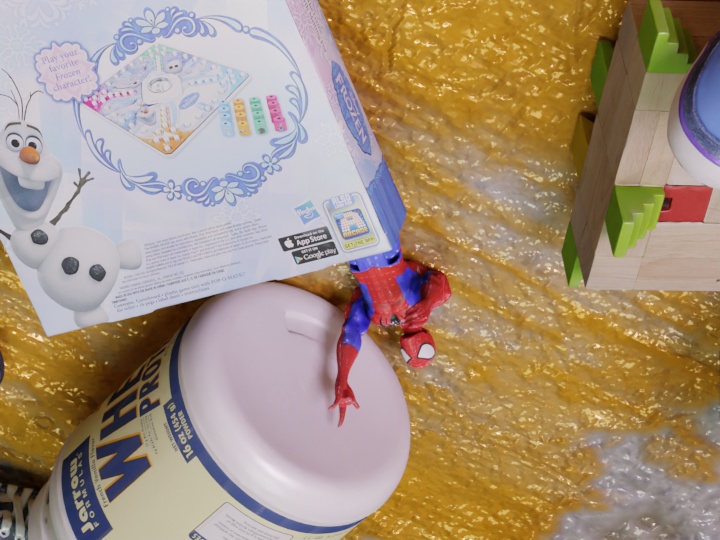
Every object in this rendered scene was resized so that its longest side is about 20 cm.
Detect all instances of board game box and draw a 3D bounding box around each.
[{"bbox_3d":[-0.105,-0.081,1.366,0.199,0.043,0.200,-14,116,21],"label":"board game box"}]

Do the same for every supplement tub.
[{"bbox_3d":[-0.082,0.114,1.529,0.145,0.146,0.200,29,132,-22],"label":"supplement tub"}]

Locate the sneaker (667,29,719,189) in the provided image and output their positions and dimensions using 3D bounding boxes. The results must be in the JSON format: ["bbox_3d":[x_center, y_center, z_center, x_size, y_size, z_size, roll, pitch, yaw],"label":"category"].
[{"bbox_3d":[0.227,-0.127,1.214,0.199,0.081,0.147,-31,162,-20],"label":"sneaker"}]

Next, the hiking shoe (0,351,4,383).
[{"bbox_3d":[-0.292,0.047,1.519,0.199,0.101,0.076,24,134,-16],"label":"hiking shoe"}]

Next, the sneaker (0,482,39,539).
[{"bbox_3d":[-0.213,0.148,1.638,0.200,0.070,0.108,35,129,-28],"label":"sneaker"}]

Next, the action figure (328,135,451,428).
[{"bbox_3d":[0.000,0.000,1.438,0.065,0.099,0.200,-11,136,17],"label":"action figure"}]

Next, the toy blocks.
[{"bbox_3d":[0.186,-0.059,1.364,0.136,0.100,0.201,0,137,-10],"label":"toy blocks"}]
